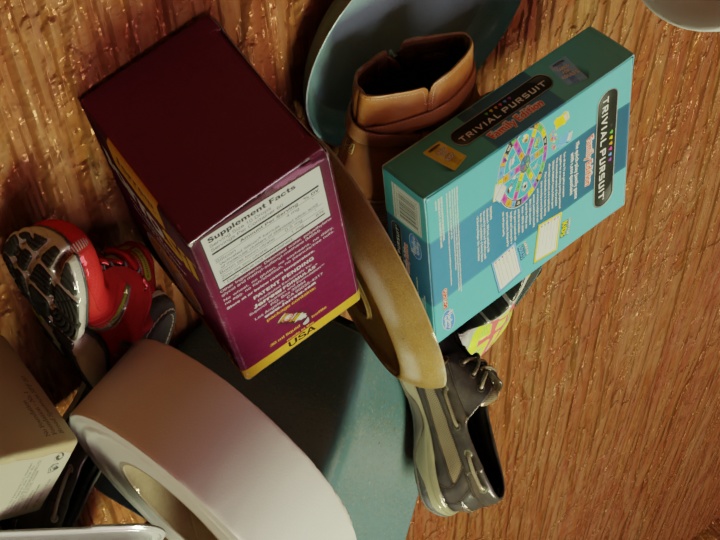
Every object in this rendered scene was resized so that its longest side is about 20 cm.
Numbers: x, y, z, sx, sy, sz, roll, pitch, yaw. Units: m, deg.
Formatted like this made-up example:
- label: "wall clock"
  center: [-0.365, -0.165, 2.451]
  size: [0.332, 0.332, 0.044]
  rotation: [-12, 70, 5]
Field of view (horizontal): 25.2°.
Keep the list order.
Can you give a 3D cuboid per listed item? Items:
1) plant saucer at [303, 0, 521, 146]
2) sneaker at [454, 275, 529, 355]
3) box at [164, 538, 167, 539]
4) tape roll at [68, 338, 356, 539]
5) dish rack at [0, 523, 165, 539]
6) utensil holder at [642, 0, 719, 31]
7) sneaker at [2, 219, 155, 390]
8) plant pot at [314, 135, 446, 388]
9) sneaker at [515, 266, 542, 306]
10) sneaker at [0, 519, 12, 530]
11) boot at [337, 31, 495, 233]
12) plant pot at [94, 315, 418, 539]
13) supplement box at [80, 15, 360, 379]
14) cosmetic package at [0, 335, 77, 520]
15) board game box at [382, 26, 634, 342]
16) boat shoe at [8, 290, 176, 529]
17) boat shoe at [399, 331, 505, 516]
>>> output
- label: "plant saucer"
  center: [0.035, -0.171, 1.116]
  size: [0.199, 0.027, 0.201]
  rotation: [-33, 155, -18]
- label: "sneaker"
  center: [0.096, 0.016, 1.315]
  size: [0.090, 0.078, 0.201]
  rotation: [-28, 160, -43]
- label: "box"
  center: [-0.137, 0.258, 1.555]
  size: [0.199, 0.032, 0.122]
  rotation: [-20, 147, -42]
- label: "tape roll"
  center: [-0.100, 0.141, 1.080]
  size: [0.071, 0.201, 0.203]
  rotation: [-47, 159, -21]
- label: "dish rack"
  center: [-0.240, 0.220, 1.107]
  size: [0.197, 0.044, 0.172]
  rotation: [1, 156, -17]
- label: "utensil holder"
  center: [0.311, -0.262, 1.207]
  size: [0.199, 0.170, 0.171]
  rotation: [-13, 144, -44]
- label: "sneaker"
  center: [-0.175, 0.006, 1.053]
  size: [0.085, 0.077, 0.200]
  rotation: [-40, 166, -16]
- label: "plant pot"
  center: [0.000, 0.000, 1.137]
  size: [0.027, 0.201, 0.201]
  rotation: [-29, 154, -9]
- label: "sneaker"
  center: [0.102, 0.044, 1.507]
  size: [0.200, 0.076, 0.079]
  rotation: [-44, 158, 6]
- label: "sneaker"
  center: [-0.302, 0.192, 1.183]
  size: [0.089, 0.071, 0.200]
  rotation: [-13, 166, 8]
- label: "boot"
  center: [0.067, -0.119, 1.146]
  size: [0.198, 0.077, 0.156]
  rotation: [-25, 147, -18]
- label: "plant pot"
  center: [-0.053, 0.128, 1.280]
  size: [0.196, 0.194, 0.202]
  rotation: [22, 93, -63]
- label: "supplement box"
  center: [-0.083, -0.040, 1.028]
  size: [0.103, 0.131, 0.201]
  rotation: [-34, 154, -11]
- label: "cosmetic package"
  center: [-0.289, 0.111, 1.005]
  size: [0.199, 0.104, 0.073]
  rotation: [-9, 140, -52]
- label: "board game box"
  center: [0.108, -0.060, 1.147]
  size: [0.199, 0.047, 0.152]
  rotation: [-35, 144, -23]
- label: "boat shoe"
  center: [-0.184, 0.111, 1.170]
  size: [0.201, 0.057, 0.067]
  rotation: [-55, 164, -5]
- label: "boat shoe"
  center: [0.076, 0.092, 1.262]
  size: [0.072, 0.203, 0.074]
  rotation: [-5, -168, 24]
